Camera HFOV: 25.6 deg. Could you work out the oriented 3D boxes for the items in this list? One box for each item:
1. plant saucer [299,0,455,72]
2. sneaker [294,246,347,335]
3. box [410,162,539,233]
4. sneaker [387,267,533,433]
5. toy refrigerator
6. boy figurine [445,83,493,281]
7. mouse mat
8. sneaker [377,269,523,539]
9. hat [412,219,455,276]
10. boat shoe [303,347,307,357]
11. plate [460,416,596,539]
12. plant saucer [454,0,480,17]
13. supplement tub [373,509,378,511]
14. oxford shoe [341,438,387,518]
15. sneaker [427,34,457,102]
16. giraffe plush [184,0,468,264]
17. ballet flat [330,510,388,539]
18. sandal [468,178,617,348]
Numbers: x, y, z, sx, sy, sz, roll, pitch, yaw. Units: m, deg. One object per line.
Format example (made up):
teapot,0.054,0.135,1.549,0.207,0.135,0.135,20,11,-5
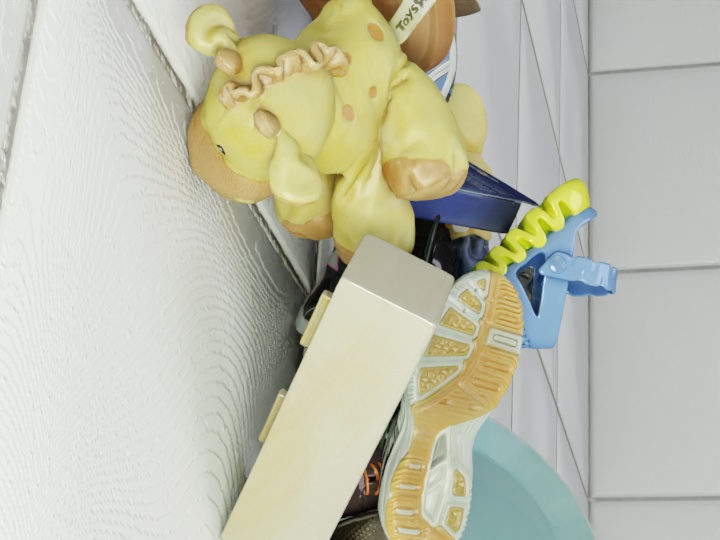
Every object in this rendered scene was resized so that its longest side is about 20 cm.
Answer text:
plant saucer,-0.011,-0.217,1.073,0.032,0.200,0.201,-35,137,-20
sneaker,0.000,0.000,1.192,0.200,0.079,0.087,-87,-170,-73
box,0.036,-0.071,1.163,0.199,0.121,0.033,6,113,-53
sneaker,0.089,0.064,1.449,0.201,0.066,0.091,-51,-167,16
toy refrigerator,-0.018,0.085,0.975,0.201,0.069,0.076,-64,179,26
boy figurine,0.083,-0.054,1.320,0.124,0.064,0.202,-51,134,-83
mouse mat,0.033,0.046,1.116,0.200,0.007,0.163,85,19,-88
sneaker,0.051,0.094,1.096,0.088,0.075,0.202,-162,-89,-78
hat,0.048,-0.010,1.411,0.200,0.080,0.203,-4,90,-76
boat shoe,0.001,0.072,1.248,0.201,0.062,0.075,4,86,-75
plate,0.104,0.188,1.226,0.199,0.026,0.201,31,30,-19
plant saucer,0.008,-0.251,1.161,0.200,0.032,0.200,43,4,-4
supplement tub,0.063,0.231,1.294,0.200,0.143,0.146,-67,151,-60
oxford shoe,-0.003,0.149,1.185,0.200,0.072,0.072,-6,93,-76
sneaker,0.022,-0.128,1.262,0.077,0.075,0.202,-18,124,-67
giraffe plush,-0.035,-0.092,0.970,0.162,0.172,0.202,-22,138,-51
ballet flat,-0.021,0.204,1.106,0.047,0.067,0.200,69,18,6
sandal,0.114,0.026,1.160,0.087,0.200,0.079,47,-3,3
